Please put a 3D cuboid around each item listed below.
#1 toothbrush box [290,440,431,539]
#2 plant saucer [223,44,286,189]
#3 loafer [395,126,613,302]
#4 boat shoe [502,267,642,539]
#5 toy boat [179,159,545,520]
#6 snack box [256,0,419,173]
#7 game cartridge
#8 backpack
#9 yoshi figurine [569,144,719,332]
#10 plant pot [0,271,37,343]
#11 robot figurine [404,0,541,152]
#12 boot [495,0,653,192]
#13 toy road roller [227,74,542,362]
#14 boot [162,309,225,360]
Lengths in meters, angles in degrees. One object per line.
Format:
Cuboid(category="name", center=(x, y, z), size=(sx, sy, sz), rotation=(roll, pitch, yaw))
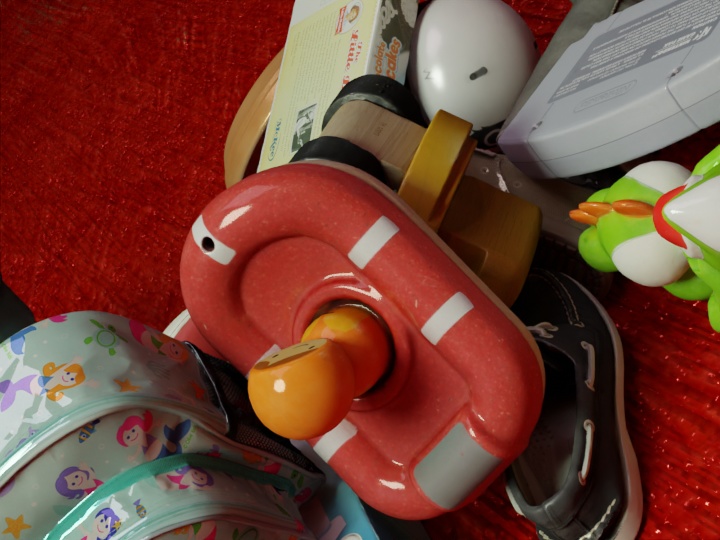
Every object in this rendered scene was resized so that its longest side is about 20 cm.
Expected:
Cuboid(category="toothbrush box", center=(-0.037, 0.179, 0.850), size=(0.146, 0.085, 0.200), rotation=(-46, 27, 4))
Cuboid(category="plant saucer", center=(-0.048, -0.135, 1.211), size=(0.200, 0.037, 0.200), rotation=(-49, -13, -15))
Cuboid(category="loafer", center=(0.075, -0.042, 0.926), size=(0.068, 0.199, 0.076), rotation=(-45, -23, -44))
Cuboid(category="boat shoe", center=(0.101, 0.065, 0.802), size=(0.074, 0.060, 0.201), rotation=(-31, 39, 27))
Cuboid(category="toy boat", center=(-0.012, 0.042, 0.732), size=(0.131, 0.200, 0.131), rotation=(-50, -9, 29))
Cuboid(category="snack box", center=(-0.011, -0.155, 1.048), size=(0.116, 0.037, 0.202), rotation=(-17, 55, 50))
Cuboid(category="game cartridge", center=(0.168, -0.114, 0.835), size=(0.133, 0.041, 0.199), rotation=(-48, 16, -29))
Cuboid(category="backpack", center=(-0.130, 0.122, 0.754), size=(0.177, 0.200, 0.151), rotation=(-43, 47, 8))
Cuboid(category="yoshi figurine", center=(0.197, -0.022, 0.757), size=(0.112, 0.112, 0.199), rotation=(-44, 18, -20))
Cuboid(category="plant pot", center=(-0.277, 0.131, 1.141), size=(0.199, 0.196, 0.201), rotation=(-35, 28, 22))
Cuboid(category="robot figurine", center=(0.047, -0.130, 1.100), size=(0.199, 0.124, 0.152), rotation=(-16, 56, 49))
Cuboid(category="boot", center=(0.137, -0.155, 0.996), size=(0.180, 0.073, 0.201), rotation=(21, 68, 20))
Cuboid(category="toy road roller", center=(0.017, 0.000, 0.859), size=(0.123, 0.145, 0.201), rotation=(-60, -7, -56))
Cuboid(category="boot", center=(-0.112, 0.114, 1.070), size=(0.144, 0.072, 0.202), rotation=(-5, 57, 53))
